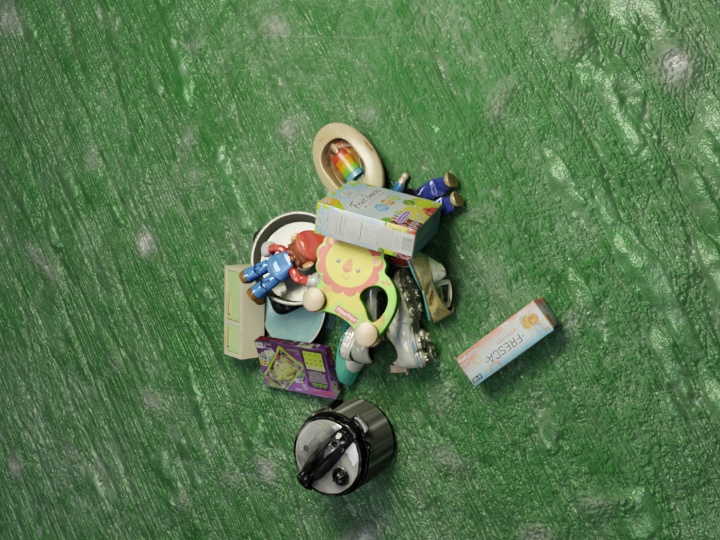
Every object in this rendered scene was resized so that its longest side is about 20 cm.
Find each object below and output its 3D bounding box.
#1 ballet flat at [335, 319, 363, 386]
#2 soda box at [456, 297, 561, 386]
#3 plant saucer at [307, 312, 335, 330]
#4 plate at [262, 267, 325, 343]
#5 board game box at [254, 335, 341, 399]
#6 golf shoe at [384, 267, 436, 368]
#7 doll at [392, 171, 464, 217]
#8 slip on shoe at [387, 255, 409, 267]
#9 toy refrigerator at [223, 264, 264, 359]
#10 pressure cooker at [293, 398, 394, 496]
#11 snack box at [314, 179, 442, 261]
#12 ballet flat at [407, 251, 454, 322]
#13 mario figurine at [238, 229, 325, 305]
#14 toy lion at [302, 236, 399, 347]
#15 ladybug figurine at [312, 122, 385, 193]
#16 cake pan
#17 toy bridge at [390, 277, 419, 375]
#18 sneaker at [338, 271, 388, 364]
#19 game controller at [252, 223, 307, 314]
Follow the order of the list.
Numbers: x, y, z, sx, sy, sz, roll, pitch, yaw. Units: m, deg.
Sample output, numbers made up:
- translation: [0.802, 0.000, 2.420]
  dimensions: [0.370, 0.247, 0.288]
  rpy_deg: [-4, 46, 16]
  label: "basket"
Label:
- translation: [-0.009, 0.150, 1.700]
  dimensions: [0.070, 0.067, 0.203]
  rpy_deg: [15, 102, 54]
  label: "ballet flat"
- translation: [0.282, 0.136, 1.550]
  dimensions: [0.200, 0.063, 0.069]
  rpy_deg: [-41, 76, 26]
  label: "soda box"
- translation: [-0.079, 0.026, 1.760]
  dimensions: [0.069, 0.019, 0.203]
  rpy_deg: [12, 102, 27]
  label: "plant saucer"
- translation: [-0.144, 0.070, 1.781]
  dimensions: [0.198, 0.025, 0.203]
  rpy_deg: [2, 94, 39]
  label: "plate"
- translation: [-0.138, 0.209, 1.770]
  dimensions: [0.198, 0.032, 0.122]
  rpy_deg: [5, 113, 35]
  label: "board game box"
- translation: [0.079, 0.100, 1.623]
  dimensions: [0.096, 0.078, 0.203]
  rpy_deg: [-15, 86, 31]
  label: "golf shoe"
- translation: [0.106, -0.133, 1.627]
  dimensions: [0.198, 0.048, 0.138]
  rpy_deg: [-21, 80, 32]
  label: "doll"
- translation: [0.021, -0.064, 1.623]
  dimensions: [0.198, 0.061, 0.075]
  rpy_deg: [22, 79, 14]
  label: "slip on shoe"
- translation: [-0.263, 0.091, 1.823]
  dimensions: [0.075, 0.069, 0.203]
  rpy_deg: [10, 101, 48]
  label: "toy refrigerator"
- translation: [-0.038, 0.364, 1.668]
  dimensions: [0.177, 0.199, 0.178]
  rpy_deg: [3, 97, 28]
  label: "pressure cooker"
- translation: [0.035, -0.099, 1.535]
  dimensions: [0.198, 0.169, 0.068]
  rpy_deg: [15, 116, 17]
  label: "snack box"
- translation: [0.140, 0.022, 1.568]
  dimensions: [0.070, 0.071, 0.201]
  rpy_deg: [5, 140, 27]
  label: "ballet flat"
- translation: [-0.142, -0.008, 1.667]
  dimensions: [0.199, 0.106, 0.124]
  rpy_deg: [-30, 110, 11]
  label: "mario figurine"
- translation: [-0.008, 0.022, 1.572]
  dimensions: [0.199, 0.069, 0.193]
  rpy_deg: [33, 92, 14]
  label: "toy lion"
- translation: [-0.016, -0.213, 1.671]
  dimensions: [0.135, 0.072, 0.201]
  rpy_deg: [-40, 76, 26]
  label: "ladybug figurine"
- translation: [-0.133, -0.024, 1.714]
  dimensions: [0.197, 0.037, 0.203]
  rpy_deg: [-2, 79, 8]
  label: "cake pan"
- translation: [0.087, 0.115, 1.673]
  dimensions: [0.066, 0.027, 0.203]
  rpy_deg: [-5, 91, 27]
  label: "toy bridge"
- translation: [0.025, 0.092, 1.625]
  dimensions: [0.079, 0.074, 0.203]
  rpy_deg: [19, 96, 21]
  label: "sneaker"
- translation: [-0.173, -0.009, 1.768]
  dimensions: [0.103, 0.042, 0.202]
  rpy_deg: [-23, 76, 22]
  label: "game controller"
